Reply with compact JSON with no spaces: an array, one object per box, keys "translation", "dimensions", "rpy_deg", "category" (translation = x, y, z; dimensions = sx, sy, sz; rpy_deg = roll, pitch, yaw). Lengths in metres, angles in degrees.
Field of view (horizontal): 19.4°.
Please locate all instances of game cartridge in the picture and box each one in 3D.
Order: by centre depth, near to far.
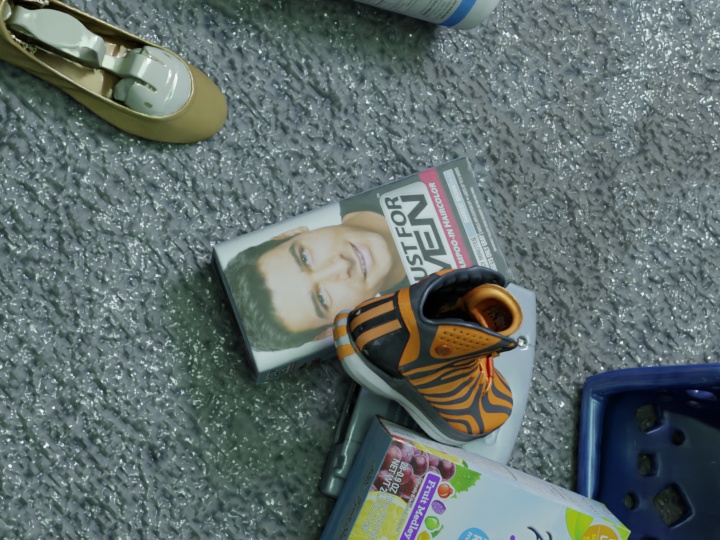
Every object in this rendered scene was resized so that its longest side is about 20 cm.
[{"translation":[0.059,0.094,1.585],"dimensions":[0.132,0.040,0.202],"rpy_deg":[21,77,-13],"category":"game cartridge"}]

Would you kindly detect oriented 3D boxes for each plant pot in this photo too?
[{"translation":[0.287,0.178,1.577],"dimensions":[0.178,0.200,0.202],"rpy_deg":[7,81,-26],"category":"plant pot"}]

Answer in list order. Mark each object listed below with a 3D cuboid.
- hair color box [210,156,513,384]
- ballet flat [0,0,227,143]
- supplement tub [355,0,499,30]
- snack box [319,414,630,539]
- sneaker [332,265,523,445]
[{"translation":[0.000,0.000,1.534],"dimensions":[0.199,0.061,0.100],"rpy_deg":[-20,82,-9],"category":"hair color box"},{"translation":[-0.182,-0.146,1.511],"dimensions":[0.199,0.063,0.069],"rpy_deg":[21,77,-17],"category":"ballet flat"},{"translation":[0.011,-0.264,1.561],"dimensions":[0.198,0.132,0.133],"rpy_deg":[14,79,-17],"category":"supplement tub"},{"translation":[0.070,0.221,1.529],"dimensions":[0.199,0.068,0.170],"rpy_deg":[21,97,-17],"category":"snack box"},{"translation":[0.078,0.061,1.480],"dimensions":[0.200,0.111,0.078],"rpy_deg":[26,45,-52],"category":"sneaker"}]
